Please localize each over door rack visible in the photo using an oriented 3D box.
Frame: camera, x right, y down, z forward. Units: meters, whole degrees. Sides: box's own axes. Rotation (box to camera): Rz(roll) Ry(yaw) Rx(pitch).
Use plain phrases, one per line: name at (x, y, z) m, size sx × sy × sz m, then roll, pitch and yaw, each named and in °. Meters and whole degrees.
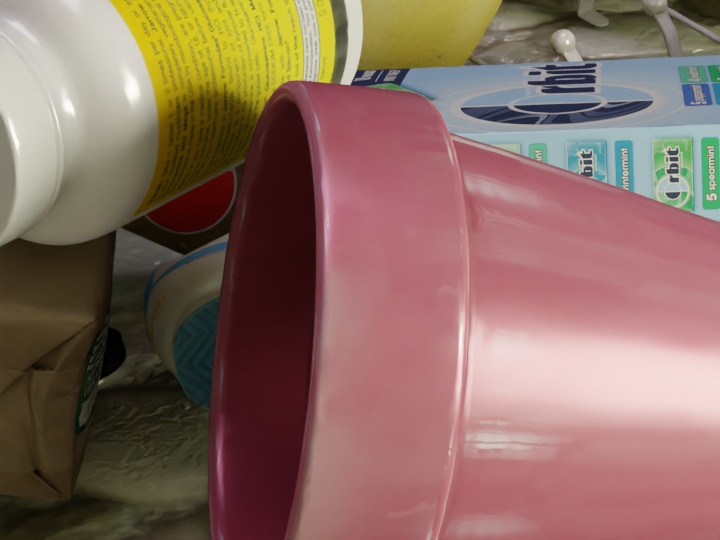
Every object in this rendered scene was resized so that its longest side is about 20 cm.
over door rack at (0.140, -0.124, 1.342) m, size 0.147 × 0.067 × 0.200 m, roll -22°, pitch 31°, yaw -33°

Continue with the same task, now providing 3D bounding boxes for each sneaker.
sneaker at (0.000, 0.000, 1.106) m, size 0.199 × 0.077 × 0.081 m, roll -13°, pitch 26°, yaw -19°

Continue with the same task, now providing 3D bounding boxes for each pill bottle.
pill bottle at (-0.096, -0.078, 0.946) m, size 0.112 × 0.113 × 0.200 m, roll 12°, pitch 27°, yaw 32°

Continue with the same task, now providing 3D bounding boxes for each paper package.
paper package at (-0.195, -0.018, 1.019) m, size 0.189 × 0.104 × 0.201 m, roll 5°, pitch 40°, yaw -7°

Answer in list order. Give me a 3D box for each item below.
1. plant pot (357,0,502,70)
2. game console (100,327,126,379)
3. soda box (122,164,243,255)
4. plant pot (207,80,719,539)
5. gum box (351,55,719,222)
plant pot at (-0.017, -0.144, 1.299) m, size 0.198 × 0.143 × 0.201 m, roll 5°, pitch 37°, yaw -4°
game console at (-0.232, 0.012, 1.067) m, size 0.199 × 0.117 × 0.175 m, roll -25°, pitch 23°, yaw -34°
soda box at (-0.109, -0.063, 1.161) m, size 0.199 × 0.068 × 0.064 m, roll 24°, pitch 19°, yaw -2°
plant pot at (0.047, 0.038, 0.912) m, size 0.178 × 0.201 × 0.200 m, roll 6°, pitch 23°, yaw -14°
gum box at (0.086, -0.057, 1.070) m, size 0.198 × 0.045 × 0.170 m, roll -2°, pitch 14°, yaw 7°
